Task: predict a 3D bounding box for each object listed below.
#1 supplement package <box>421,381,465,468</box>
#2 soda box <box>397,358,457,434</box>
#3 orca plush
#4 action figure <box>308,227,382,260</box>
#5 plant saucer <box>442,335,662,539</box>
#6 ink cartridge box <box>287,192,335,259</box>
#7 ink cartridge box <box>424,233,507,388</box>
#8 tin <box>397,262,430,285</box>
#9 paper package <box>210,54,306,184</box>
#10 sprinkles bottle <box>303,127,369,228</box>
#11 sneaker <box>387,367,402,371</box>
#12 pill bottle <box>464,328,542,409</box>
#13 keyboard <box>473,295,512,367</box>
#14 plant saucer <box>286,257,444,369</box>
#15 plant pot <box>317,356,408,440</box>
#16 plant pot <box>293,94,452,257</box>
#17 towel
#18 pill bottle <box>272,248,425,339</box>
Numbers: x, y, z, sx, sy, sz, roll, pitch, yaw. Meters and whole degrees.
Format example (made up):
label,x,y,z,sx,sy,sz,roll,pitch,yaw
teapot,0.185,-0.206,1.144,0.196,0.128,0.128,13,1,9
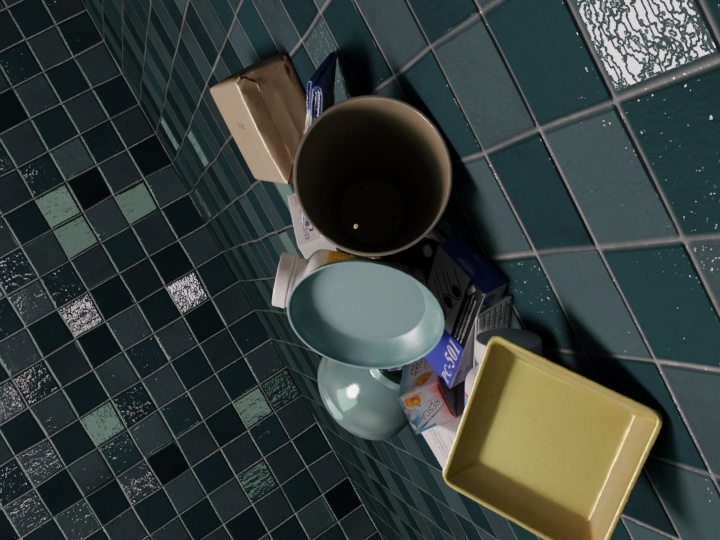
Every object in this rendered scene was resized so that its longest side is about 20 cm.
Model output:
label,x,y,z,sx,sy,sz,roll,pitch,yaw
supplement package,0.179,0.238,1.217,0.121,0.120,0.200,59,166,-10
soda box,0.105,0.161,1.254,0.064,0.068,0.200,62,-165,-12
orca plush,0.053,-0.047,1.186,0.200,0.070,0.106,49,162,34
action figure,0.000,0.000,1.241,0.201,0.101,0.119,54,-174,-11
plant saucer,0.211,0.192,0.936,0.198,0.048,0.203,25,114,21
ink cartridge box,-0.068,-0.063,1.436,0.201,0.067,0.116,63,-171,-53
ink cartridge box,0.126,0.058,1.109,0.094,0.044,0.202,49,148,30
tin,0.115,0.052,1.243,0.200,0.042,0.113,48,165,39
paper package,-0.154,-0.252,1.419,0.193,0.103,0.200,65,164,-18
sprinkles bottle,-0.021,-0.134,1.270,0.068,0.068,0.202,32,149,60
sneaker,-0.011,0.077,1.292,0.081,0.113,0.201,102,150,-42
pill bottle,0.183,0.181,1.039,0.109,0.107,0.204,-155,60,-64
keyboard,0.172,0.102,1.109,0.011,0.056,0.201,44,159,30
plant saucer,0.008,0.048,1.046,0.202,0.196,0.036,75,-162,-44
plant pot,0.039,0.180,1.492,0.202,0.199,0.134,55,139,14
plant pot,0.015,-0.095,1.062,0.189,0.186,0.200,57,175,8
towel,-0.052,-0.175,1.126,0.147,0.023,0.203,-72,-11,-60
pill bottle,-0.016,0.031,1.136,0.104,0.196,0.106,-168,90,-88
